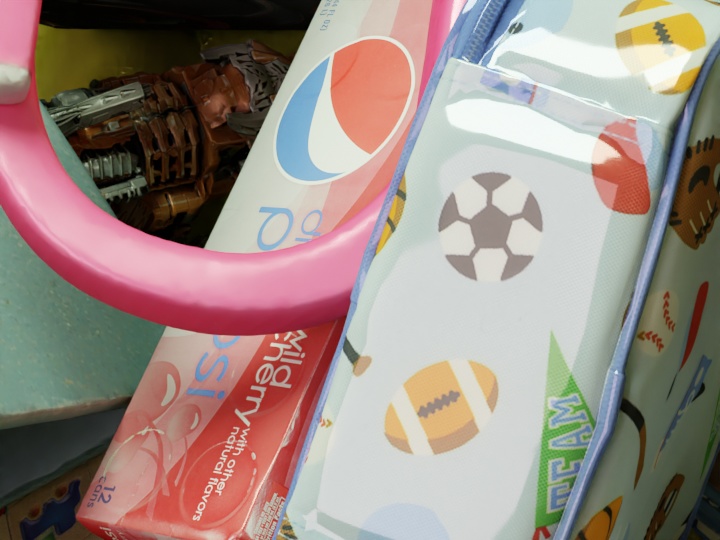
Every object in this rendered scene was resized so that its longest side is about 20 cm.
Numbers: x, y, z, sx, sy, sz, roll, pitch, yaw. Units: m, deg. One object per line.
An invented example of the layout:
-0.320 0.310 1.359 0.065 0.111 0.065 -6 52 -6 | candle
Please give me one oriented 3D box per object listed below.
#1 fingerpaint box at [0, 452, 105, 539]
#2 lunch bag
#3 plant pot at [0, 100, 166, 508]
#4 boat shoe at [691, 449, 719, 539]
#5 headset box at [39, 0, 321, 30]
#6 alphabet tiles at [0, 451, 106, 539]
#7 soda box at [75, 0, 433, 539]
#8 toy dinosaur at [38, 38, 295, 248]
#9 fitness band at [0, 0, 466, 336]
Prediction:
-0.093 0.136 0.851 0.166 0.073 0.201 -21 48 30 | fingerpaint box
0.048 0.027 0.642 0.075 0.160 0.201 23 94 20 | lunch bag
-0.198 -0.005 0.761 0.196 0.196 0.201 -30 81 21 | plant pot
0.173 0.069 0.699 0.199 0.072 0.073 24 102 28 | boat shoe
-0.075 -0.125 0.844 0.199 0.148 0.076 5 85 40 | headset box
-0.056 0.090 0.791 0.166 0.006 0.200 -37 40 12 | alphabet tiles
0.000 0.000 0.755 0.070 0.063 0.201 4 62 44 | soda box
-0.114 -0.023 0.889 0.199 0.136 0.103 -2 71 0 | toy dinosaur
-0.029 -0.083 0.708 0.037 0.143 0.201 122 157 -72 | fitness band
